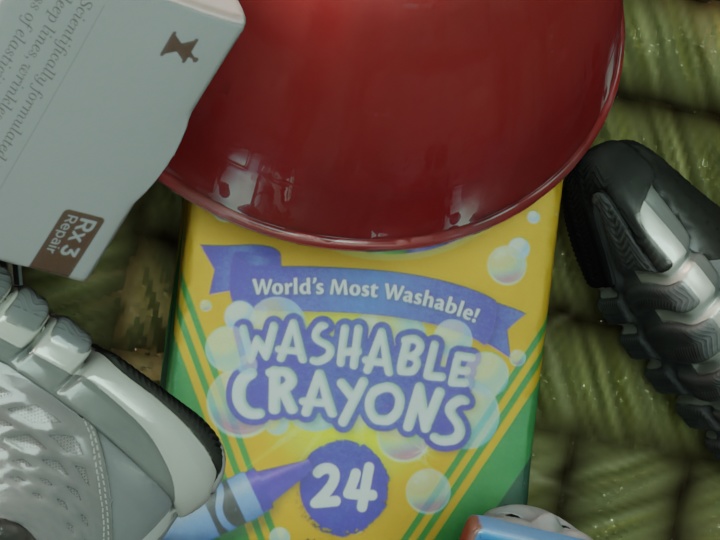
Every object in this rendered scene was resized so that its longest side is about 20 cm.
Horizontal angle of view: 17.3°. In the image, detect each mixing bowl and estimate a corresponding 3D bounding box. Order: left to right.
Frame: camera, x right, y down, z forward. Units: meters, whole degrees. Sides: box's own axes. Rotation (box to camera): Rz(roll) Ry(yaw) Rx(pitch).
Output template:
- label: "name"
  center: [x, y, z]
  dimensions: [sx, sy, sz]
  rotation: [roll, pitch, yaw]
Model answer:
- label: "mixing bowl"
  center: [0.002, -0.119, 0.757]
  dimensions: [0.200, 0.108, 0.200]
  rotation: [5, 61, -9]

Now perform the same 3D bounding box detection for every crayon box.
- label: "crayon box"
  center: [0.000, 0.000, 0.811]
  dimensions: [0.126, 0.052, 0.200]
  rotation: [7, 85, -8]

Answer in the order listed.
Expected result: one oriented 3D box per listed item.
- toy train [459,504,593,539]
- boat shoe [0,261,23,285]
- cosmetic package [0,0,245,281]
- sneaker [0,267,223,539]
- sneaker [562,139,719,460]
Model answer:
- label: "toy train"
  center: [0.036, 0.165, 0.747]
  dimensions: [0.087, 0.114, 0.200]
  rotation: [12, 108, -16]
- label: "boat shoe"
  center: [-0.141, 0.004, 0.788]
  dimensions: [0.069, 0.057, 0.200]
  rotation: [-12, 88, -8]
- label: "cosmetic package"
  center: [-0.109, -0.102, 0.706]
  dimensions: [0.074, 0.200, 0.102]
  rotation: [16, 121, -31]
- label: "sneaker"
  center: [-0.148, 0.041, 0.711]
  dimensions: [0.200, 0.075, 0.116]
  rotation: [38, 82, -7]
- label: "sneaker"
  center: [0.162, 0.015, 0.826]
  dimensions: [0.115, 0.075, 0.200]
  rotation: [-39, 104, -14]
